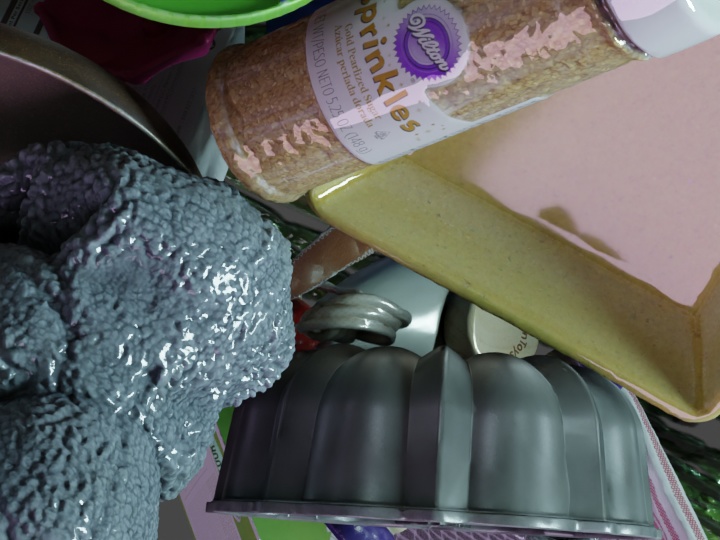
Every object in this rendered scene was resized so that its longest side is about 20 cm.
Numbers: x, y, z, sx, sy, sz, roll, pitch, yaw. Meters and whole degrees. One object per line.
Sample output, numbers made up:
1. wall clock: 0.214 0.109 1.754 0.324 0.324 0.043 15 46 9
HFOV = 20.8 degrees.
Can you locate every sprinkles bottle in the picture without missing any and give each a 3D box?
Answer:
1. sprinkles bottle: 0.037 -0.086 0.738 0.199 0.068 0.068 -20 134 30

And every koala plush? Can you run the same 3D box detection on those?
1. koala plush: -0.120 0.068 0.758 0.183 0.201 0.177 -23 125 30

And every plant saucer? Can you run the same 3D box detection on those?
1. plant saucer: -0.152 -0.049 0.838 0.199 0.032 0.200 12 150 7
2. plant saucer: 0.101 -0.066 0.791 0.199 0.048 0.201 29 122 7

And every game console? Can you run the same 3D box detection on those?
1. game console: 0.070 -0.087 0.891 0.199 0.118 0.172 6 117 19

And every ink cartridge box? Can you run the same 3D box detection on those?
1. ink cartridge box: -0.057 0.110 1.106 0.075 0.148 0.200 -18 169 -16

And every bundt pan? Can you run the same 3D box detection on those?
1. bundt pan: 0.034 0.076 0.867 0.201 0.076 0.202 4 172 1

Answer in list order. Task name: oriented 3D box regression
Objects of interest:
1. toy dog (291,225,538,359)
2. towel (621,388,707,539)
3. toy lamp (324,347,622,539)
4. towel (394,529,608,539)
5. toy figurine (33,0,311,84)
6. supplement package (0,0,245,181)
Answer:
1. toy dog: 0.000 0.000 0.953 0.131 0.097 0.200 -6 165 32
2. towel: 0.163 0.154 1.121 0.030 0.147 0.200 -21 147 -5
3. toy lamp: 0.071 0.079 1.004 0.058 0.200 0.058 47 173 8
4. towel: 0.058 0.121 1.111 0.200 0.086 0.166 34 157 24
5. toy figurine: -0.104 -0.154 0.793 0.200 0.150 0.184 45 157 -2
6. supplement package: -0.166 -0.081 0.940 0.199 0.110 0.114 16 150 5
